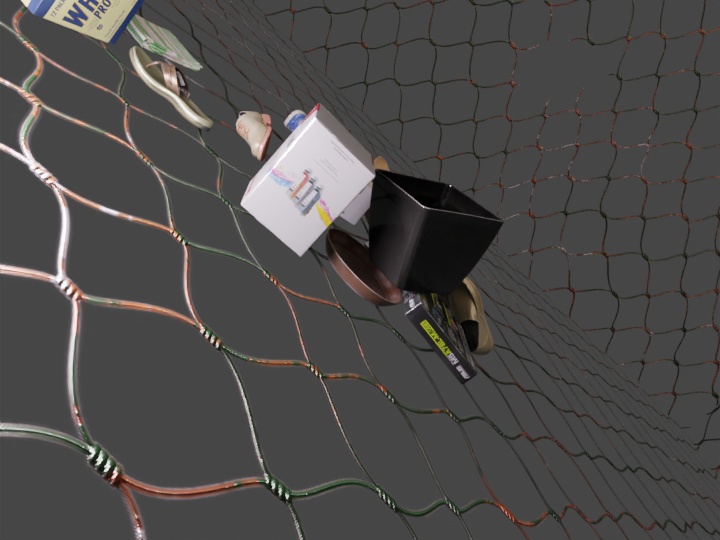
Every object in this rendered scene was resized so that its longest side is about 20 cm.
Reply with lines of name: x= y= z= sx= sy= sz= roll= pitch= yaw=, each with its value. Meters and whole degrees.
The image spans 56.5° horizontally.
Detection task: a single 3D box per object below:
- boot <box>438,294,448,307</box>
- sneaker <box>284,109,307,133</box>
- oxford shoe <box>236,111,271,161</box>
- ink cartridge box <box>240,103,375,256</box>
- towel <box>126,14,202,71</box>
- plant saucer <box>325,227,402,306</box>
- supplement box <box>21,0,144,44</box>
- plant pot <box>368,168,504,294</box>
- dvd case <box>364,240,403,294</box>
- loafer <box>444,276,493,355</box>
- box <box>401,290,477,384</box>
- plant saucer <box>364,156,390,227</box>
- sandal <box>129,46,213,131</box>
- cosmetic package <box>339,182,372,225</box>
boot: x=0.161 y=0.014 z=1.628 sx=0.199 sy=0.064 sz=0.188 roll=29 pitch=24 yaw=-49
sneaker: x=-0.128 y=-0.375 z=1.867 sx=0.198 sy=0.078 sz=0.090 roll=2 pitch=51 yaw=-56
oxford shoe: x=-0.230 y=-0.286 z=1.416 sx=0.072 sy=0.072 sz=0.201 roll=15 pitch=22 yaw=-18
ink cartridge box: x=-0.091 y=-0.160 z=1.178 sx=0.144 sy=0.200 sz=0.146 roll=41 pitch=17 yaw=-17
towel: x=-0.452 y=-0.519 z=1.486 sx=0.153 sy=0.023 sz=0.199 roll=49 pitch=17 yaw=16
plant saucer: x=0.000 y=0.000 z=1.306 sx=0.200 sy=0.034 sz=0.201 roll=41 pitch=17 yaw=-15
supplement box: x=-0.514 y=-0.533 z=1.163 sx=0.200 sy=0.134 sz=0.199 roll=47 pitch=16 yaw=11
plant pot: x=0.124 y=-0.067 z=1.306 sx=0.196 sy=0.181 sz=0.200 roll=5 pitch=25 yaw=-32
dvd case: x=0.129 y=-0.051 z=1.516 sx=0.151 sy=0.198 sz=0.025 roll=49 pitch=-23 yaw=20
loafer: x=0.243 y=0.100 z=1.523 sx=0.068 sy=0.075 sz=0.203 roll=-14 pitch=78 yaw=-60
box: x=0.154 y=0.105 z=1.358 sx=0.194 sy=0.047 sz=0.201 roll=48 pitch=14 yaw=-18
plant saucer: x=0.038 y=-0.177 z=1.651 sx=0.035 sy=0.204 sz=0.201 roll=-7 pitch=36 yaw=-14
sandal: x=-0.347 y=-0.348 z=1.259 sx=0.200 sy=0.057 sz=0.080 roll=43 pitch=16 yaw=-8
cosmetic package: x=-0.033 y=-0.211 z=1.623 sx=0.073 sy=0.102 sz=0.201 roll=29 pitch=23 yaw=-36
